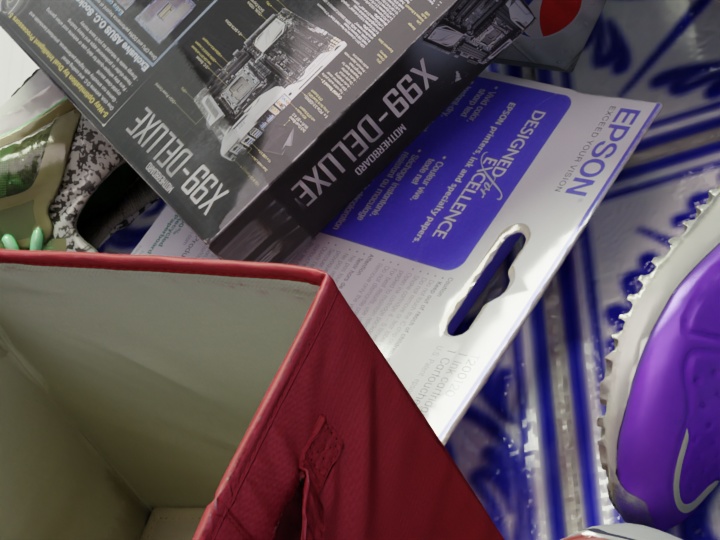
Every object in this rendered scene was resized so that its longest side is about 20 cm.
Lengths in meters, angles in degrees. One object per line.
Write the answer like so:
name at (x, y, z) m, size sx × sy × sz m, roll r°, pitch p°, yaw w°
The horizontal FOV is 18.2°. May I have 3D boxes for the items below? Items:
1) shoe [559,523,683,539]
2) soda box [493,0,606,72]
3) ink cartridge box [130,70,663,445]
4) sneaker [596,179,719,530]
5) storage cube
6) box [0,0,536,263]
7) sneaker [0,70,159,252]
shoe at (0.114, 0.129, 0.677) m, size 0.200 × 0.072 × 0.091 m, roll 14°, pitch 16°, yaw 42°
soda box at (0.056, -0.177, 0.998) m, size 0.063 × 0.068 × 0.200 m, roll 7°, pitch 41°, yaw -19°
ink cartridge box at (0.000, 0.000, 0.903) m, size 0.200 × 0.043 × 0.198 m, roll 16°, pitch 61°, yaw 40°
sneaker at (0.162, 0.012, 0.783) m, size 0.099 × 0.070 × 0.200 m, roll 21°, pitch 66°, yaw 33°
storage cube at (-0.074, 0.115, 0.741) m, size 0.200 × 0.180 × 0.171 m, roll 4°, pitch 54°, yaw 33°
box at (-0.052, -0.112, 0.921) m, size 0.158 × 0.050 × 0.200 m, roll -45°, pitch 58°, yaw 0°
sneaker at (-0.150, -0.017, 0.981) m, size 0.200 × 0.077 × 0.089 m, roll -40°, pitch 56°, yaw -5°
